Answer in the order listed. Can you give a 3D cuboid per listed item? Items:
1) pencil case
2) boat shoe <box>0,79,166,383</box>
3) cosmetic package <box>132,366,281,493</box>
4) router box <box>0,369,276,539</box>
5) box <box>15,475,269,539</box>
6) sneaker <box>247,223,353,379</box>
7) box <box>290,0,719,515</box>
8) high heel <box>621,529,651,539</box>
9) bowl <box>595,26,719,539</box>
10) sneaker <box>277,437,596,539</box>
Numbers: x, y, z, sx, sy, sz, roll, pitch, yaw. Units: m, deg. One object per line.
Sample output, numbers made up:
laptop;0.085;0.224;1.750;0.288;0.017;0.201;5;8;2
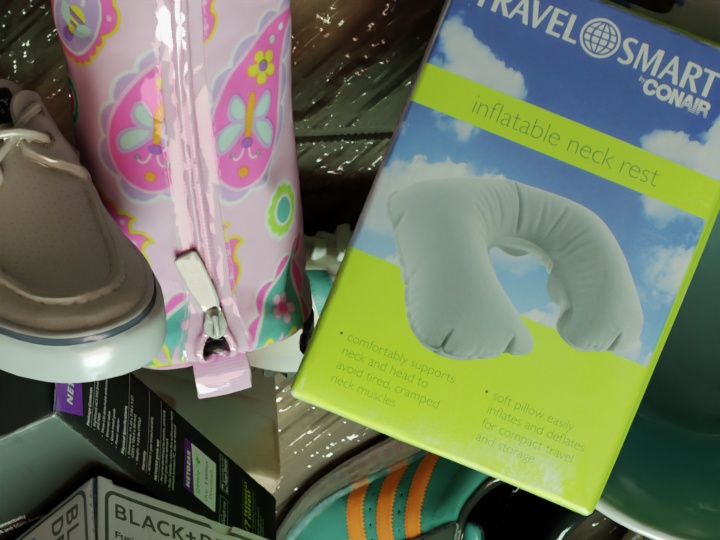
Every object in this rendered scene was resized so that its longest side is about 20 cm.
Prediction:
pencil case;-0.064;-0.058;1.044;0.087;0.087;0.200;-6;116;-4
boat shoe;-0.131;-0.032;1.026;0.071;0.200;0.070;-19;127;-21
cosmetic package;-0.143;0.057;1.173;0.200;0.087;0.103;16;134;-23
router box;-0.154;0.104;1.114;0.200;0.051;0.149;-22;138;22
box;-0.112;0.164;1.102;0.117;0.060;0.200;25;133;-33
sneaker;0.001;0.000;1.173;0.200;0.070;0.093;21;108;-24
box;0.066;-0.025;1.060;0.122;0.048;0.200;22;90;1
high heel;0.154;0.175;1.294;0.200;0.143;0.071;-27;171;-2
bowl;0.146;0.009;1.133;0.201;0.201;0.105;-11;178;1
sneaker;0.033;0.118;1.268;0.071;0.080;0.200;30;123;-35
